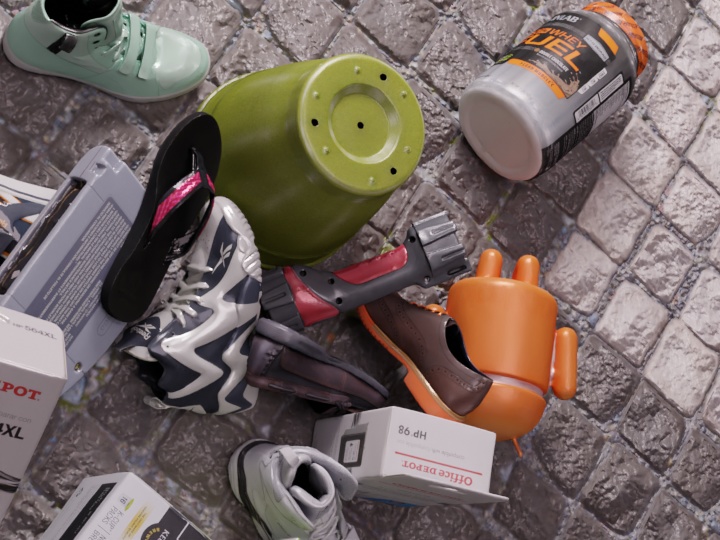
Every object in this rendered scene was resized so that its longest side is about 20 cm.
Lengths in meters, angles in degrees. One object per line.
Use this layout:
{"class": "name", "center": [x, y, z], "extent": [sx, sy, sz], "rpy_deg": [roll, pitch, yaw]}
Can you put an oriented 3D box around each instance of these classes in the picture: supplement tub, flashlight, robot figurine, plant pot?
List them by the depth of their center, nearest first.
{"class": "plant pot", "center": [-0.038, -0.114, 1.413], "extent": [0.199, 0.193, 0.202], "rpy_deg": [6, 78, -28]}
{"class": "flashlight", "center": [0.000, 0.000, 1.439], "extent": [0.199, 0.068, 0.068], "rpy_deg": [-23, 135, -2]}
{"class": "robot figurine", "center": [0.134, 0.083, 1.515], "extent": [0.143, 0.116, 0.202], "rpy_deg": [21, 70, -35]}
{"class": "supplement tub", "center": [0.208, -0.195, 1.600], "extent": [0.200, 0.122, 0.123], "rpy_deg": [-40, 100, -28]}

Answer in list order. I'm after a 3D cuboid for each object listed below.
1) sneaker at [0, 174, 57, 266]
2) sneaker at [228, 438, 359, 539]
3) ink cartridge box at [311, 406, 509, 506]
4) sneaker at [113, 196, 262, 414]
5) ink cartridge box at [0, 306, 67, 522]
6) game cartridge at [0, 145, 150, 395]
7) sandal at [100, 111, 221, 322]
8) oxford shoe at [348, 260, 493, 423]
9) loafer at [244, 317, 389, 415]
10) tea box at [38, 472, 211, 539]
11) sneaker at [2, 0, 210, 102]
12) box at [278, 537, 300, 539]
{"class": "sneaker", "center": [-0.326, -0.040, 1.311], "extent": [0.199, 0.078, 0.080], "rpy_deg": [13, 69, -27]}
{"class": "sneaker", "center": [-0.038, 0.240, 1.392], "extent": [0.075, 0.115, 0.201], "rpy_deg": [-39, 99, -27]}
{"class": "ink cartridge box", "center": [0.046, 0.174, 1.400], "extent": [0.115, 0.200, 0.067], "rpy_deg": [17, 73, -25]}
{"class": "sneaker", "center": [-0.163, 0.036, 1.374], "extent": [0.129, 0.079, 0.201], "rpy_deg": [-5, 103, -31]}
{"class": "ink cartridge box", "center": [-0.340, 0.125, 1.213], "extent": [0.145, 0.084, 0.201], "rpy_deg": [19, 112, -23]}
{"class": "game cartridge", "center": [-0.247, 0.008, 1.315], "extent": [0.201, 0.041, 0.133], "rpy_deg": [-57, 145, -22]}
{"class": "sandal", "center": [-0.164, -0.044, 1.339], "extent": [0.075, 0.045, 0.201], "rpy_deg": [36, 73, -51]}
{"class": "oxford shoe", "center": [0.059, 0.058, 1.464], "extent": [0.200, 0.073, 0.071], "rpy_deg": [54, 19, 24]}
{"class": "loafer", "center": [-0.045, 0.105, 1.417], "extent": [0.200, 0.072, 0.063], "rpy_deg": [36, 77, -51]}
{"class": "tea box", "center": [-0.203, 0.310, 1.281], "extent": [0.197, 0.133, 0.200], "rpy_deg": [44, 64, -13]}
{"class": "sneaker", "center": [-0.214, -0.209, 1.379], "extent": [0.199, 0.118, 0.074], "rpy_deg": [4, 77, -29]}
{"class": "box", "center": [-0.031, 0.322, 1.364], "extent": [0.200, 0.144, 0.036], "rpy_deg": [45, 59, -14]}
